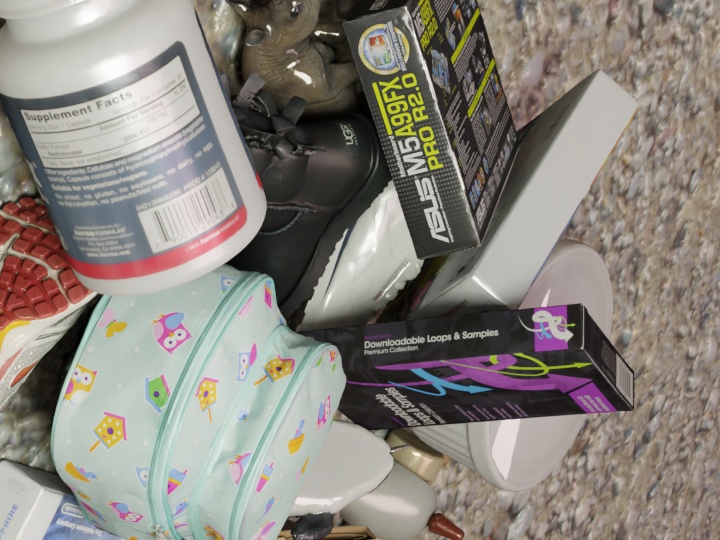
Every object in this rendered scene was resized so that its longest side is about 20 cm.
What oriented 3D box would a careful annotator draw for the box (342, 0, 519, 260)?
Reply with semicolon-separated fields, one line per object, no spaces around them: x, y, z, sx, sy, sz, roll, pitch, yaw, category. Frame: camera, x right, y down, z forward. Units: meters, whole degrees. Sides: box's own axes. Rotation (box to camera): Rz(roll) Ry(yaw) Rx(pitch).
0.050;-0.117;1.492;0.200;0.044;0.161;-64;138;-65;box

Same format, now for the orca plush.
-0.076;0.152;1.578;0.199;0.106;0.071;-24;171;-35;orca plush

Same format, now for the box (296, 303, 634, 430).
0.071;0.068;1.549;0.143;0.199;0.036;44;45;-62;box

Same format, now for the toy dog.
0.010;0.180;1.753;0.199;0.096;0.133;-17;127;-50;toy dog

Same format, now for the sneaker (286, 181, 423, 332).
0.000;0.000;1.595;0.080;0.076;0.201;22;99;-20;sneaker

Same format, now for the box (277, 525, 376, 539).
-0.091;0.269;1.678;0.163;0.021;0.201;0;127;-46;box

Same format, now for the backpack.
-0.100;0.082;1.402;0.177;0.153;0.200;-62;158;-17;backpack

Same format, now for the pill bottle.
-0.136;-0.099;1.274;0.119;0.119;0.201;-39;123;-33;pill bottle

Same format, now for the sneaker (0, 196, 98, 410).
-0.215;0.031;1.346;0.200;0.078;0.082;-43;166;-30;sneaker

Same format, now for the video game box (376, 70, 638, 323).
0.096;-0.028;1.631;0.200;0.047;0.182;-57;-168;-29;video game box

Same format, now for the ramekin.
0.109;0.063;1.791;0.202;0.094;0.204;-38;137;-47;ramekin

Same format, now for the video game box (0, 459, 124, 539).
-0.208;0.229;1.519;0.183;0.047;0.200;-61;149;1;video game box

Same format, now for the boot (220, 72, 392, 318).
-0.085;-0.041;1.458;0.162;0.074;0.198;4;141;-38;boot

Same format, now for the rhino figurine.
-0.030;-0.130;1.479;0.087;0.060;0.200;-23;144;5;rhino figurine
